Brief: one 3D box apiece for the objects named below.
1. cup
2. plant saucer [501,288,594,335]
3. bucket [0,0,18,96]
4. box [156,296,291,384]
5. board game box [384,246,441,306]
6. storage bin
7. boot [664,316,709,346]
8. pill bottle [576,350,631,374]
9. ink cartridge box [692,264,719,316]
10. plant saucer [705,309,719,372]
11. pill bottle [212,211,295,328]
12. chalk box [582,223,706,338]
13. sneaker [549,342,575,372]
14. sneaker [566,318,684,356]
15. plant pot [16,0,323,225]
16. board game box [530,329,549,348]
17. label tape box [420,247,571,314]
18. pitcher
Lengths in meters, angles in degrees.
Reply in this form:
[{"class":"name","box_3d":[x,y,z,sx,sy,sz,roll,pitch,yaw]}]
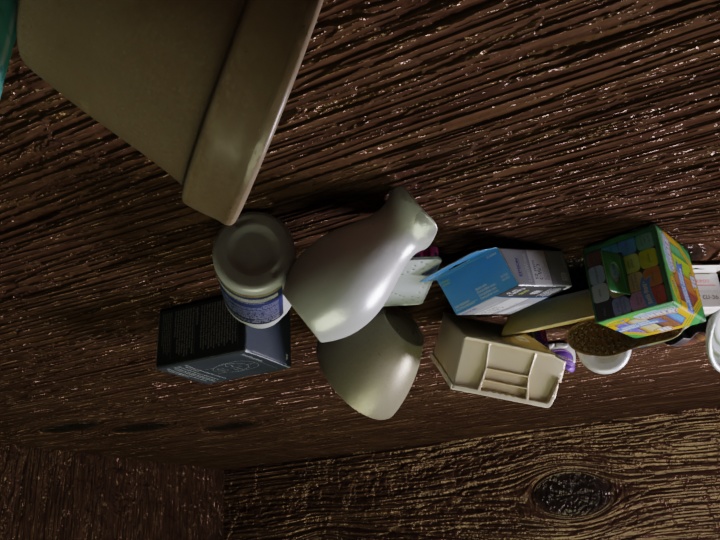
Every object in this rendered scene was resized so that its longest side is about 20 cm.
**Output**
[{"class":"cup","box_3d":[0.036,0.147,1.250,0.197,0.203,0.144,18,123,-43]},{"class":"plant saucer","box_3d":[0.373,0.072,1.226,0.196,0.050,0.198,-17,169,33]},{"class":"bucket","box_3d":[-0.302,-0.187,0.404,0.200,0.139,0.208,-5,159,-2]},{"class":"box","box_3d":[-0.244,0.125,1.217,0.195,0.110,0.148,-13,156,23]},{"class":"board game box","box_3d":[0.019,0.014,1.101,0.193,0.027,0.201,-2,157,-5]},{"class":"storage bin","box_3d":[0.247,0.161,1.246,0.192,0.097,0.200,12,-173,-6]},{"class":"boot","box_3d":[0.767,0.112,1.423,0.194,0.070,0.189,1,147,-27]},{"class":"pill bottle","box_3d":[0.485,0.147,1.369,0.101,0.108,0.200,-10,174,15]},{"class":"ink cartridge box","box_3d":[0.577,0.055,1.242,0.112,0.070,0.201,-2,158,-4]},{"class":"plant saucer","box_3d":[0.714,0.095,1.274,0.194,0.206,0.050,6,-164,-25]},{"class":"pill bottle","box_3d":[-0.145,0.012,0.950,0.107,0.115,0.201,-1,158,-6]},{"class":"chalk box","box_3d":[0.431,0.017,1.047,0.122,0.129,0.197,-21,154,37]},{"class":"sneaker","box_3d":[0.419,0.230,1.621,0.196,0.086,0.080,-20,153,36]},{"class":"sneaker","box_3d":[0.473,0.109,1.195,0.196,0.069,0.089,-16,170,34]},{"class":"plant pot","box_3d":[-0.131,-0.158,0.472,0.170,0.205,0.200,21,152,-13]},{"class":"board game box","box_3d":[0.397,0.195,1.483,0.031,0.124,0.201,-7,159,9]},{"class":"label tape box","box_3d":[0.213,0.020,1.062,0.196,0.068,0.142,-1,160,-37]},{"class":"pitcher","box_3d":[0.000,0.000,0.885,0.199,0.122,0.172,-41,168,-7]}]
